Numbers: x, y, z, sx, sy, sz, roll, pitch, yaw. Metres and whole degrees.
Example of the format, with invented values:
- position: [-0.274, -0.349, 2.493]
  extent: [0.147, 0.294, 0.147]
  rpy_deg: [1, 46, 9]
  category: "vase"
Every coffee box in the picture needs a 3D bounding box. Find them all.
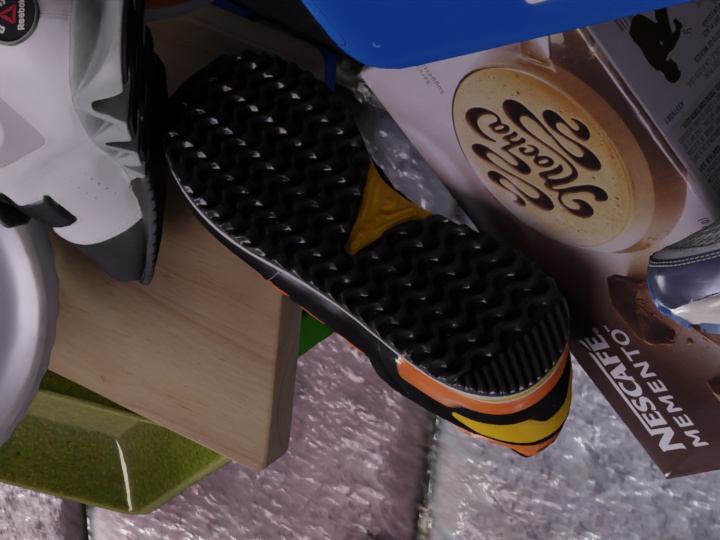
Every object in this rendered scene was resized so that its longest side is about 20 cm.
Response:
- position: [0.110, -0.029, 0.866]
  extent: [0.200, 0.080, 0.113]
  rpy_deg: [53, 145, -15]
  category: "coffee box"

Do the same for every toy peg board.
- position: [-0.088, -0.051, 1.053]
  extent: [0.200, 0.098, 0.199]
  rpy_deg: [23, 126, 25]
  category: "toy peg board"

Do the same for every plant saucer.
- position: [-0.172, 0.062, 1.205]
  extent: [0.200, 0.048, 0.200]
  rpy_deg: [17, 160, -16]
  category: "plant saucer"

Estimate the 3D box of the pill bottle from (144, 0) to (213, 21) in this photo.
- position: [-0.075, -0.190, 0.848]
  extent: [0.112, 0.112, 0.200]
  rpy_deg: [35, 146, 12]
  category: "pill bottle"

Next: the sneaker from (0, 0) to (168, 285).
- position: [-0.118, -0.054, 0.906]
  extent: [0.088, 0.074, 0.200]
  rpy_deg: [0, 155, 2]
  category: "sneaker"

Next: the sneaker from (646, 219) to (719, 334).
- position: [0.172, -0.049, 0.753]
  extent: [0.200, 0.077, 0.085]
  rpy_deg: [-28, 94, 19]
  category: "sneaker"

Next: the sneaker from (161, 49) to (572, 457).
- position: [0.000, 0.000, 0.903]
  extent: [0.200, 0.070, 0.090]
  rpy_deg: [40, 163, 29]
  category: "sneaker"

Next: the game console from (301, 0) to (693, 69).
- position: [0.050, -0.169, 0.705]
  extent: [0.200, 0.118, 0.171]
  rpy_deg: [-10, 138, 33]
  category: "game console"

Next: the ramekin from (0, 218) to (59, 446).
- position: [-0.216, 0.009, 0.965]
  extent: [0.105, 0.200, 0.200]
  rpy_deg: [39, 158, 58]
  category: "ramekin"
